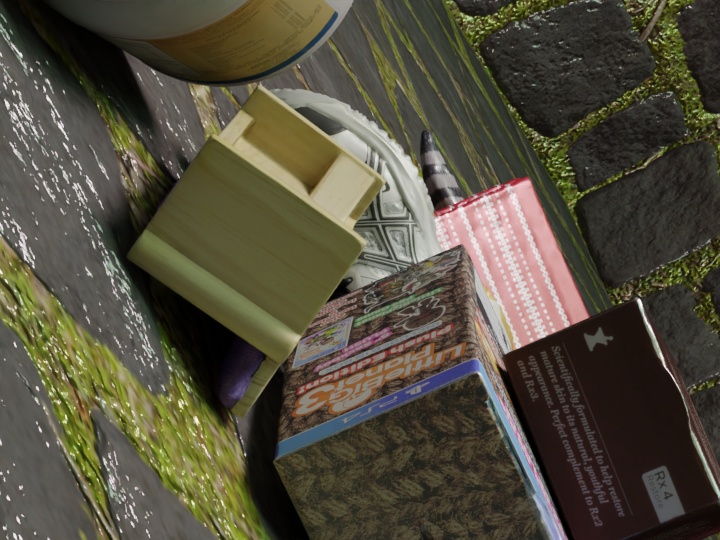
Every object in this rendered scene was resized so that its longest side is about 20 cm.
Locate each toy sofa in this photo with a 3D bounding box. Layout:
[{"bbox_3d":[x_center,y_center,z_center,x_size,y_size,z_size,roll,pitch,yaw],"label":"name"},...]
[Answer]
[{"bbox_3d":[-0.052,-0.014,1.117,0.083,0.098,0.200,36,11,-4],"label":"toy sofa"}]

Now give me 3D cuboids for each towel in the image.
[{"bbox_3d":[0.056,0.039,1.341,0.200,0.022,0.145,-23,88,-43],"label":"towel"}]

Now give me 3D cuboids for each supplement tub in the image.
[{"bbox_3d":[-0.085,-0.170,1.141,0.145,0.144,0.200,63,8,11],"label":"supplement tub"}]

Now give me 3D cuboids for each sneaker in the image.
[{"bbox_3d":[0.000,0.000,1.242,0.200,0.076,0.088,51,49,-12],"label":"sneaker"}]

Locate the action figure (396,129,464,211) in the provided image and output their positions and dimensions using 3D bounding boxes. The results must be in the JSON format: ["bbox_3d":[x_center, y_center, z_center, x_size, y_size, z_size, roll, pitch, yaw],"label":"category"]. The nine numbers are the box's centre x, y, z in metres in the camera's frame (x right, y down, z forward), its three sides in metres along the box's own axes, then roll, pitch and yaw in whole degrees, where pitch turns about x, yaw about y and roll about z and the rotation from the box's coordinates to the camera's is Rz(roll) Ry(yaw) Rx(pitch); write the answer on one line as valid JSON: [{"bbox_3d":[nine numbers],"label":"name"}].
[{"bbox_3d":[0.073,-0.003,1.534,0.194,0.104,0.200,47,-27,12],"label":"action figure"}]

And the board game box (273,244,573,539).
[{"bbox_3d":[0.039,0.101,1.129,0.200,0.096,0.160,-88,154,-74],"label":"board game box"}]

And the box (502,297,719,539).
[{"bbox_3d":[0.128,0.084,1.171,0.200,0.075,0.101,46,22,-76],"label":"box"}]
